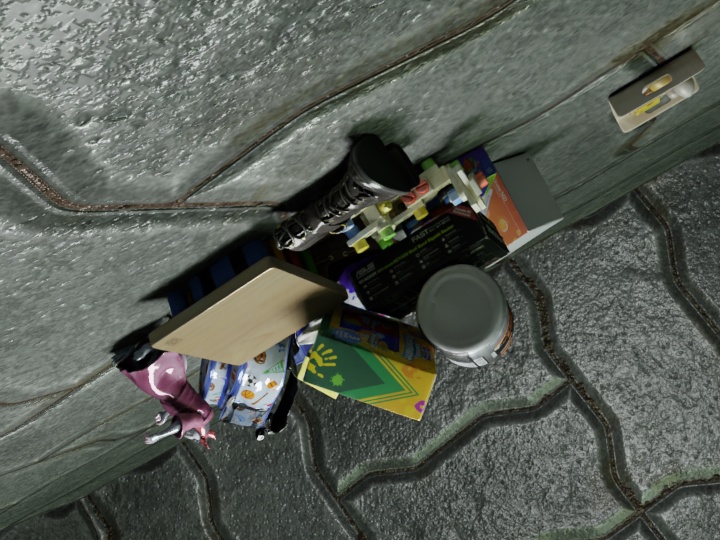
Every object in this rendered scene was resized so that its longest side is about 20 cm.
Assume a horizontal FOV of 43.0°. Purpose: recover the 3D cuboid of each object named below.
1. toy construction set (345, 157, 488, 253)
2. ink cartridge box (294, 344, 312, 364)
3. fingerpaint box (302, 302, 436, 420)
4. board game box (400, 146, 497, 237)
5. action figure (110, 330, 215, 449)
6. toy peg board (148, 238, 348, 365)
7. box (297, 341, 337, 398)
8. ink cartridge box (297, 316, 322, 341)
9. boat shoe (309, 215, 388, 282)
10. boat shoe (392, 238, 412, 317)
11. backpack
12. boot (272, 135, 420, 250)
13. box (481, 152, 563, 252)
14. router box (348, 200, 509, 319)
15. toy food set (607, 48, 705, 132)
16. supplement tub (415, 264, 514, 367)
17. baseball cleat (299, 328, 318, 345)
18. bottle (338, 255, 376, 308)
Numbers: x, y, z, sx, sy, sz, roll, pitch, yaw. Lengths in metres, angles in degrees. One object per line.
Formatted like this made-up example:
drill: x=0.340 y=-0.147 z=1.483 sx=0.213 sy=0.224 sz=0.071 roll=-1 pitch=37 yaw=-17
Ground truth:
toy construction set: x=0.068 y=-0.092 z=1.173 sx=0.197 sy=0.093 sz=0.131 roll=-18 pitch=174 yaw=14
ink cartridge box: x=-0.059 y=0.074 z=1.625 sx=0.198 sy=0.121 sz=0.042 roll=-27 pitch=175 yaw=-2
fingerpaint box: x=0.016 y=0.116 z=1.270 sx=0.200 sy=0.165 sz=0.074 roll=-75 pitch=-176 yaw=-78
board game box: x=0.125 y=-0.109 z=1.368 sx=0.133 sy=0.045 sz=0.200 roll=-28 pitch=172 yaw=-3
action figure: x=-0.272 y=0.179 z=1.359 sx=0.149 sy=0.201 sz=0.134 roll=-40 pitch=-157 yaw=-2
toy peg board: x=-0.154 y=0.025 z=1.204 sx=0.199 sy=0.099 sz=0.199 roll=-32 pitch=155 yaw=18
box: x=-0.032 y=0.115 z=1.471 sx=0.050 sy=0.075 sz=0.201 roll=-64 pitch=179 yaw=35
ink cartridge box: x=-0.102 y=0.056 z=1.463 sx=0.037 sy=0.096 sz=0.200 roll=-24 pitch=171 yaw=-24
boat shoe: x=-0.050 y=-0.015 z=1.299 sx=0.199 sy=0.071 sz=0.070 roll=-30 pitch=172 yaw=24
boat shoe: x=0.073 y=0.007 z=1.497 sx=0.064 sy=0.073 sz=0.201 roll=5 pitch=-152 yaw=-10
backpack: x=-0.168 y=0.130 z=1.414 sx=0.152 sy=0.202 sz=0.191 roll=13 pitch=144 yaw=-22
boot: x=-0.026 y=-0.072 z=1.027 sx=0.173 sy=0.070 sz=0.200 roll=-31 pitch=173 yaw=16
box: x=0.218 y=-0.087 z=1.524 sx=0.097 sy=0.126 sz=0.200 roll=-20 pitch=168 yaw=-39
router box: x=0.099 y=-0.010 z=1.284 sx=0.199 sy=0.063 sz=0.150 roll=-31 pitch=162 yaw=13
toy food set: x=0.474 y=-0.273 z=1.452 sx=0.142 sy=0.061 sz=0.200 roll=-31 pitch=171 yaw=16
supplement tub: x=0.150 y=0.069 z=1.273 sx=0.121 sy=0.124 sz=0.200 roll=-28 pitch=164 yaw=7
baseball cleat: x=-0.073 y=0.059 z=1.536 sx=0.069 sy=0.108 sz=0.199 roll=-10 pitch=159 yaw=-48
bottle: x=0.000 y=0.000 z=1.415 sx=0.083 sy=0.066 sz=0.201 roll=-27 pitch=154 yaw=-16
